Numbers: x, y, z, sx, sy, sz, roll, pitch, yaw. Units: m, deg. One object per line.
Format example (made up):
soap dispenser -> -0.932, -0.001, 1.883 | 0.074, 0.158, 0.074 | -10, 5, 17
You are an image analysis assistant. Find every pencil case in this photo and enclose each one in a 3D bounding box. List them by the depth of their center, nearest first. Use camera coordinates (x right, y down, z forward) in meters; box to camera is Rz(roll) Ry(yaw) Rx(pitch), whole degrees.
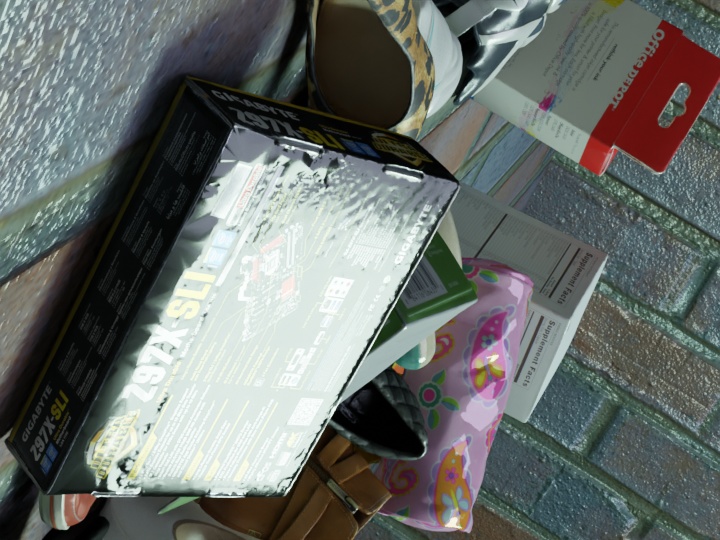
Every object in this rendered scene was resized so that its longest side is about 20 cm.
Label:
pencil case -> 0.064, 0.086, 1.148 | 0.087, 0.086, 0.202 | 42, 62, -82

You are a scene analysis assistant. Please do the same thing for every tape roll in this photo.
tape roll -> -0.084, 0.208, 1.038 | 0.037, 0.202, 0.203 | -58, 173, 7

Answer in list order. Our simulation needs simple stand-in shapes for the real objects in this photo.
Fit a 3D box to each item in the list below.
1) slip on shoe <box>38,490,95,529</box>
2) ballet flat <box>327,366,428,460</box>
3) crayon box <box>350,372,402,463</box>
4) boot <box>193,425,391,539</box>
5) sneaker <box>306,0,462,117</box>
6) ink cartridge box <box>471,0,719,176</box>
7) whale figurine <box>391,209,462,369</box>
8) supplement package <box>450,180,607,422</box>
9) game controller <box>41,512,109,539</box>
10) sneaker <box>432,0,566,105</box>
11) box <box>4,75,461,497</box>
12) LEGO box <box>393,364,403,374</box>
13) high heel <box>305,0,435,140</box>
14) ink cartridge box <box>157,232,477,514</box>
slip on shoe -> -0.103, 0.052, 0.833 | 0.201, 0.061, 0.074 | -56, 174, -6
ballet flat -> -0.025, 0.064, 1.023 | 0.067, 0.199, 0.057 | -56, -143, 3
crayon box -> -0.009, 0.109, 1.231 | 0.199, 0.126, 0.051 | 3, 98, -52
boot -> -0.038, 0.106, 1.097 | 0.200, 0.154, 0.074 | -52, 175, -34
sneaker -> -0.014, -0.079, 0.924 | 0.201, 0.070, 0.080 | -59, 157, -12
ink cartridge box -> 0.170, -0.158, 1.243 | 0.117, 0.199, 0.067 | -55, 172, -14
whale figurine -> 0.000, 0.000, 1.084 | 0.103, 0.160, 0.201 | -12, 154, -16
supplement package -> 0.077, 0.010, 1.271 | 0.114, 0.199, 0.110 | -48, 162, -52
game controller -> -0.195, 0.191, 0.806 | 0.104, 0.042, 0.200 | -41, -179, 26
sneaker -> 0.067, -0.164, 1.071 | 0.129, 0.080, 0.199 | -36, -171, -14
box -> -0.058, 0.018, 0.764 | 0.159, 0.049, 0.201 | 10, 116, -46
LEGO box -> 0.046, 0.053, 1.418 | 0.201, 0.149, 0.077 | -55, -164, -21
high heel -> -0.008, -0.100, 0.774 | 0.143, 0.071, 0.202 | -58, 159, -59
ink cartridge box -> -0.038, 0.054, 0.911 | 0.200, 0.060, 0.104 | -39, 170, 25
